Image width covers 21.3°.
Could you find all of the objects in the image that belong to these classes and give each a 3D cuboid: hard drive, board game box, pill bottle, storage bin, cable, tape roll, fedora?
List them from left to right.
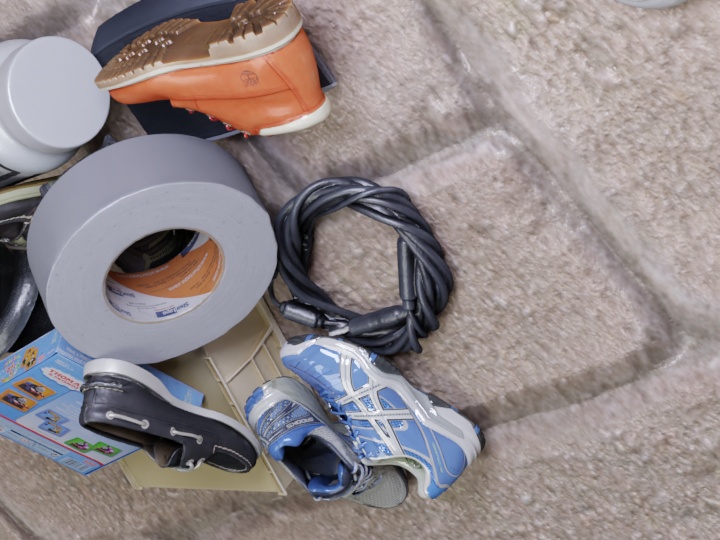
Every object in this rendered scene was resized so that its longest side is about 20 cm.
[{"bbox_3d":[-0.350,0.022,1.842,0.200,0.201,0.092,-7,157,40],"label":"fedora"},{"bbox_3d":[-0.302,-0.133,1.642,0.116,0.116,0.200,52,147,-17],"label":"pill bottle"},{"bbox_3d":[-0.261,0.122,1.756,0.151,0.037,0.200,31,146,-27],"label":"board game box"},{"bbox_3d":[-0.172,-0.016,1.594,0.200,0.200,0.066,91,159,-44],"label":"tape roll"},{"bbox_3d":[-0.161,0.110,1.812,0.200,0.094,0.199,-2,126,38],"label":"storage bin"},{"bbox_3d":[-0.127,-0.167,1.560,0.200,0.042,0.135,-13,119,43],"label":"hard drive"},{"bbox_3d":[0.000,0.000,1.622,0.163,0.051,0.200,33,139,5],"label":"cable"}]

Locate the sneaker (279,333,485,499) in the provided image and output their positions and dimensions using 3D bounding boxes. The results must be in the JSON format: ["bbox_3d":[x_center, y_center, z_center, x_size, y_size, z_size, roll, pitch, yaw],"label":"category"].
[{"bbox_3d":[0.011,0.125,1.693,0.200,0.077,0.076,32,162,3],"label":"sneaker"}]

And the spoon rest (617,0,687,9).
[{"bbox_3d":[0.188,-0.247,1.257,0.099,0.061,0.200,24,152,18],"label":"spoon rest"}]

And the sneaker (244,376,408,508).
[{"bbox_3d":[-0.026,0.180,1.737,0.077,0.085,0.200,-43,129,16],"label":"sneaker"}]

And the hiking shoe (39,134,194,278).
[{"bbox_3d":[-0.179,-0.048,1.654,0.101,0.076,0.200,-39,147,16],"label":"hiking shoe"}]

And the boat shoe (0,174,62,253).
[{"bbox_3d":[-0.280,-0.045,1.663,0.073,0.200,0.065,-10,96,47],"label":"boat shoe"}]

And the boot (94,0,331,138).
[{"bbox_3d":[-0.116,-0.142,1.491,0.200,0.075,0.107,-5,129,35],"label":"boot"}]

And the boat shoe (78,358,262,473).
[{"bbox_3d":[-0.164,0.142,1.656,0.074,0.060,0.200,-12,146,36],"label":"boat shoe"}]
